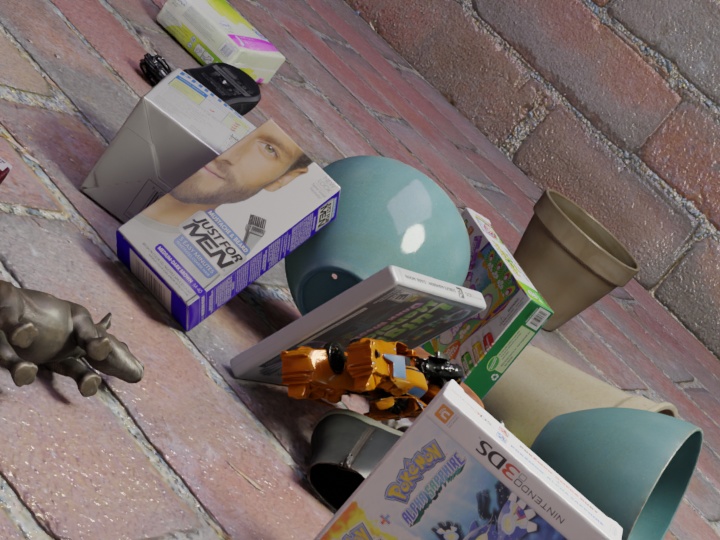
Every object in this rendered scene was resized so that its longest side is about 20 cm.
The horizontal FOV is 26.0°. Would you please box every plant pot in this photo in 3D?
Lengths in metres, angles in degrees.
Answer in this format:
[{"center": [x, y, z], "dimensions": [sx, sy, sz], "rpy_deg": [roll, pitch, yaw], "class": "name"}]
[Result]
[{"center": [0.323, -0.004, 2.530], "dimensions": [0.199, 0.174, 0.200], "rpy_deg": [37, 15, -12], "class": "plant pot"}, {"center": [0.000, 0.000, 1.624], "dimensions": [0.200, 0.200, 0.135], "rpy_deg": [39, 38, -3], "class": "plant pot"}, {"center": [0.227, 0.187, 1.766], "dimensions": [0.183, 0.202, 0.200], "rpy_deg": [35, 11, 27], "class": "plant pot"}, {"center": [0.234, 0.218, 1.549], "dimensions": [0.134, 0.202, 0.200], "rpy_deg": [26, 9, 22], "class": "plant pot"}]

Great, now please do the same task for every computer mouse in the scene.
[{"center": [-0.215, -0.244, 2.161], "dimensions": [0.138, 0.053, 0.200], "rpy_deg": [44, 26, 17], "class": "computer mouse"}]

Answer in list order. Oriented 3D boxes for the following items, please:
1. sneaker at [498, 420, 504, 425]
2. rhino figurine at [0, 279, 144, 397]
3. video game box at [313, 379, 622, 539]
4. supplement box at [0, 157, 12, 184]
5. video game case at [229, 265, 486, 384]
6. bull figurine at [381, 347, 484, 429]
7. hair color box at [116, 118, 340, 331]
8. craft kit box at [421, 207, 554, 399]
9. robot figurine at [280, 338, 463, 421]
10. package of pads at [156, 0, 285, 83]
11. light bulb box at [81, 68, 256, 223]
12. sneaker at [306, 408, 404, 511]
[{"center": [0.127, 0.218, 1.643], "dimensions": [0.200, 0.078, 0.091], "rpy_deg": [-31, 98, -80], "class": "sneaker"}, {"center": [-0.234, 0.054, 1.226], "dimensions": [0.087, 0.060, 0.200], "rpy_deg": [36, 8, 31], "class": "rhino figurine"}, {"center": [0.075, 0.220, 1.233], "dimensions": [0.182, 0.200, 0.047], "rpy_deg": [40, 16, 5], "class": "video game box"}, {"center": [-0.366, -0.073, 1.268], "dimensions": [0.109, 0.061, 0.200], "rpy_deg": [38, 16, -9], "class": "supplement box"}, {"center": [0.000, 0.062, 1.519], "dimensions": [0.181, 0.199, 0.024], "rpy_deg": [15, 49, -57], "class": "video game case"}, {"center": [0.048, 0.119, 1.678], "dimensions": [0.121, 0.066, 0.199], "rpy_deg": [-2, 23, -42], "class": "bull figurine"}, {"center": [-0.128, -0.046, 1.521], "dimensions": [0.109, 0.200, 0.065], "rpy_deg": [44, -25, 16], "class": "hair color box"}, {"center": [0.109, 0.060, 1.775], "dimensions": [0.048, 0.200, 0.198], "rpy_deg": [29, 18, -31], "class": "craft kit box"}, {"center": [0.013, 0.107, 1.495], "dimensions": [0.200, 0.144, 0.059], "rpy_deg": [25, 60, -58], "class": "robot figurine"}, {"center": [-0.220, -0.369, 2.456], "dimensions": [0.154, 0.068, 0.200], "rpy_deg": [43, 15, 10], "class": "package of pads"}, {"center": [-0.173, -0.100, 1.690], "dimensions": [0.198, 0.125, 0.200], "rpy_deg": [38, 14, -7], "class": "light bulb box"}, {"center": [0.044, 0.201, 1.431], "dimensions": [0.198, 0.075, 0.106], "rpy_deg": [17, 22, 0], "class": "sneaker"}]
